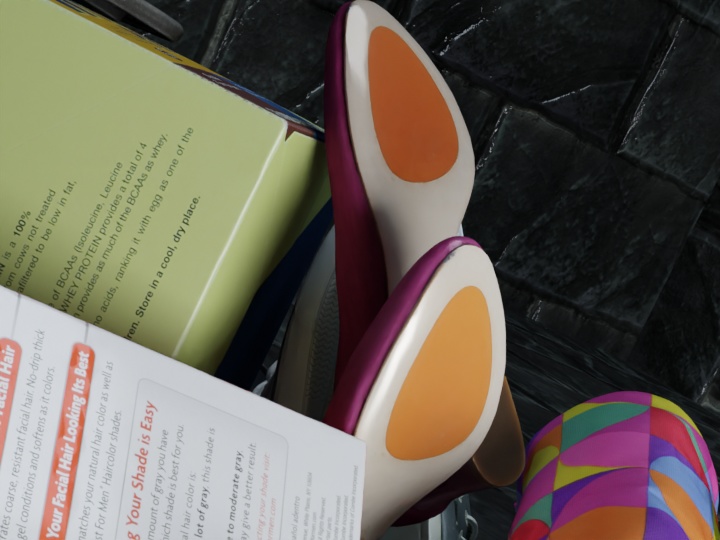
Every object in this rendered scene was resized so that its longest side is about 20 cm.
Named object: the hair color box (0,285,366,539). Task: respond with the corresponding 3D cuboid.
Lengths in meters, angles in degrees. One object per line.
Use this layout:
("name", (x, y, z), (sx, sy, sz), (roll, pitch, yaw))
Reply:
("hair color box", (-0.099, 0.077, 0.688), (0.199, 0.064, 0.111), (26, 48, -25))

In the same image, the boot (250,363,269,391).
("boot", (-0.058, 0.085, 1.055), (0.200, 0.077, 0.168), (33, 0, -6))

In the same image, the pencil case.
("pencil case", (0.088, 0.111, 0.778), (0.088, 0.089, 0.200), (27, 16, 1))

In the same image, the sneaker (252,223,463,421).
("sneaker", (-0.019, 0.053, 0.914), (0.073, 0.201, 0.071), (23, -4, -31))

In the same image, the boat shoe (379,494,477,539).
("boat shoe", (0.031, 0.101, 0.946), (0.062, 0.073, 0.201), (21, 42, -26))

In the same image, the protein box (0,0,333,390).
("protein box", (-0.140, -0.009, 0.879), (0.199, 0.199, 0.135), (27, 4, 12))

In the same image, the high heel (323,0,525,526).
("high heel", (0.000, 0.000, 0.856), (0.067, 0.201, 0.096), (-3, -13, -42))

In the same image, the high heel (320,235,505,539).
("high heel", (-0.009, 0.066, 0.812), (0.067, 0.201, 0.096), (-4, 28, -36))

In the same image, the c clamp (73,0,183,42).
("c clamp", (-0.154, -0.146, 0.934), (0.170, 0.027, 0.200), (27, 1, -15))
